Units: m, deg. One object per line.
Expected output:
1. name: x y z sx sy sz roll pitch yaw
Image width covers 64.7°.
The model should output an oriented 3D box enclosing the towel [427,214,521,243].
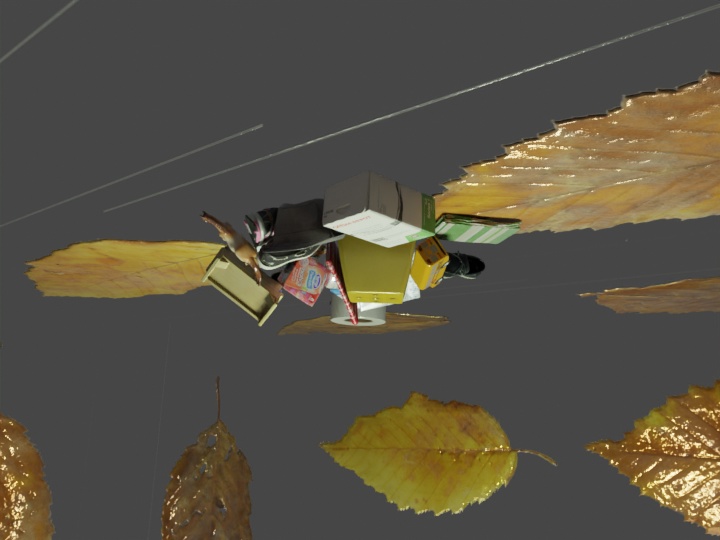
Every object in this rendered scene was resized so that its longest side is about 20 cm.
1. towel: 0.266 -0.096 1.359 0.192 0.024 0.153 3 167 -10

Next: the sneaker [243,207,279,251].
1. sneaker: -0.215 -0.099 1.309 0.084 0.083 0.199 -24 -174 -13

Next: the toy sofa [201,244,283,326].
1. toy sofa: -0.296 0.035 1.443 0.198 0.098 0.083 39 111 -13

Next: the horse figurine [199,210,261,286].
1. horse figurine: -0.296 -0.059 1.372 0.050 0.201 0.133 -40 172 -10

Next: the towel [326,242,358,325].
1. towel: -0.048 0.022 1.438 0.022 0.146 0.204 -18 121 8

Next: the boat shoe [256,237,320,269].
1. boat shoe: -0.152 -0.066 1.324 0.196 0.076 0.060 -24 171 -37

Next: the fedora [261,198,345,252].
1. fedora: -0.120 -0.100 1.200 0.172 0.094 0.197 -2 -171 38

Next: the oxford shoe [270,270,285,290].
1. oxford shoe: -0.208 0.034 1.864 0.192 0.076 0.084 -3 164 19

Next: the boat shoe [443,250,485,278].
1. boat shoe: 0.271 -0.017 1.583 0.194 0.078 0.062 8 158 -35

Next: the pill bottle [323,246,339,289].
1. pill bottle: 0.000 0.000 1.593 0.192 0.119 0.114 7 166 -16

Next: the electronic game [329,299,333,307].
1. electronic game: -0.032 0.139 2.342 0.192 0.043 0.201 1 165 0

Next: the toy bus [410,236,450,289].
1. toy bus: 0.173 -0.012 1.435 0.077 0.066 0.201 -32 162 -13

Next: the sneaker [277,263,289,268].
1. sneaker: -0.221 -0.060 1.509 0.090 0.079 0.199 38 169 -12

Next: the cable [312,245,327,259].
1. cable: -0.143 -0.052 1.541 0.093 0.052 0.200 10 166 -8

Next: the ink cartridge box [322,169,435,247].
1. ink cartridge box: 0.038 -0.119 1.153 0.196 0.088 0.143 15 161 -41

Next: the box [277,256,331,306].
1. box: -0.149 0.015 1.479 0.093 0.104 0.200 34 176 -12

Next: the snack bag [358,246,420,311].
1. snack bag: 0.073 0.014 1.534 0.181 0.022 0.205 -11 129 -6

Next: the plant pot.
1. plant pot: 0.040 -0.022 1.358 0.192 0.184 0.200 1 167 3

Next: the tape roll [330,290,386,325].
1. tape roll: -0.005 0.108 1.992 0.194 0.145 0.203 3 167 1

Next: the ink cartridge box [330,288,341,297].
1. ink cartridge box: 0.015 0.035 1.803 0.192 0.088 0.145 -2 167 15
